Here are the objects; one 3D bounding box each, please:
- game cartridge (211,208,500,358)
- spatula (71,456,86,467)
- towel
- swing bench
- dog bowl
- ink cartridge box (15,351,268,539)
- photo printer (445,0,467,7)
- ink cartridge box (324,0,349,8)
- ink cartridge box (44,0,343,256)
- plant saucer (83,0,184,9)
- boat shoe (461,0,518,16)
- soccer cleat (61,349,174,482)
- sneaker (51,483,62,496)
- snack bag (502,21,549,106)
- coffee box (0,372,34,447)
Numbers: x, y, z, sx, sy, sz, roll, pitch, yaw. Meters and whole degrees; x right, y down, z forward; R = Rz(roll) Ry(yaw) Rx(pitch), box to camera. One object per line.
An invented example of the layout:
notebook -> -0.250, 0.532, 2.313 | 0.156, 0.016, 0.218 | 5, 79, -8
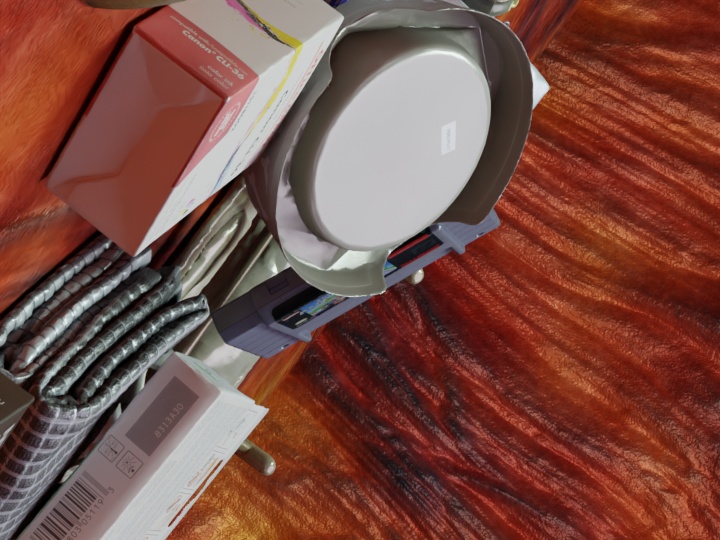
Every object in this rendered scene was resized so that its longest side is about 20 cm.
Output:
game cartridge -> 0.000, 0.000, 1.504 | 0.200, 0.038, 0.130 | -30, 173, 6
spatula -> -0.198, 0.137, 1.475 | 0.200, 0.021, 0.057 | -28, -167, -9
towel -> -0.193, 0.080, 1.371 | 0.166, 0.086, 0.200 | -55, 176, 35
swing bench -> -0.089, 0.026, 1.680 | 0.199, 0.130, 0.200 | -54, -156, -5
dog bowl -> 0.014, -0.084, 1.342 | 0.200, 0.059, 0.200 | -26, 136, -28
ink cartridge box -> -0.140, 0.135, 1.446 | 0.161, 0.050, 0.200 | -51, 172, -1
photo printer -> 0.027, -0.108, 1.488 | 0.167, 0.069, 0.200 | -59, 169, -1
ink cartridge box -> -0.002, -0.208, 1.365 | 0.198, 0.043, 0.200 | -56, 176, 33
ink cartridge box -> -0.081, -0.102, 1.205 | 0.117, 0.067, 0.200 | -55, 175, 32
plant saucer -> -0.053, -0.192, 0.992 | 0.200, 0.035, 0.200 | -52, 175, -6
boat shoe -> 0.074, -0.231, 1.476 | 0.202, 0.072, 0.060 | -109, -142, -63
soccer cleat -> -0.204, 0.118, 1.546 | 0.200, 0.086, 0.070 | -54, 176, 16
sneaker -> -0.238, 0.162, 1.658 | 0.201, 0.071, 0.098 | -54, 177, -13
snack bag -> 0.060, -0.145, 1.838 | 0.189, 0.200, 0.021 | -54, -141, -7
coffee box -> -0.260, 0.128, 1.057 | 0.200, 0.080, 0.114 | -54, 176, 20
